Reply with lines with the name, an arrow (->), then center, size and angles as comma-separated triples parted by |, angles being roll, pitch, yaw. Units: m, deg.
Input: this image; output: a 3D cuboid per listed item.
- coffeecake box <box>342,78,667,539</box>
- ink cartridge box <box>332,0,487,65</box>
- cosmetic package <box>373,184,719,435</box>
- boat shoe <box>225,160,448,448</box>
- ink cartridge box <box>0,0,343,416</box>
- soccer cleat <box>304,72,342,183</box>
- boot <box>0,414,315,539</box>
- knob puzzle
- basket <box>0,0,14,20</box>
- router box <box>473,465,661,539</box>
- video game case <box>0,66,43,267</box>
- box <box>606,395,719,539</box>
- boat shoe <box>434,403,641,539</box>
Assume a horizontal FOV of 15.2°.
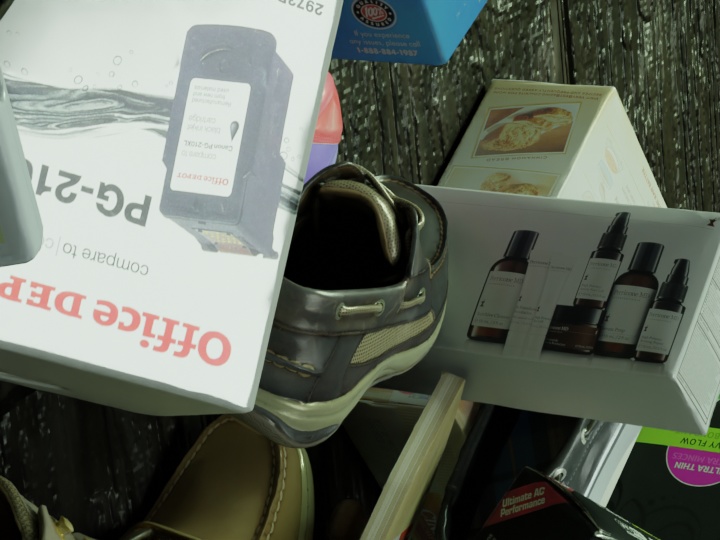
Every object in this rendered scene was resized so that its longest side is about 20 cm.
coffeecake box -> 0.080, 0.034, 1.304 | 0.201, 0.073, 0.154 | -61, 141, -31
ink cartridge box -> -0.028, -0.182, 1.055 | 0.068, 0.115, 0.201 | -56, 139, -37
cosmetic package -> 0.063, 0.011, 1.155 | 0.051, 0.199, 0.083 | 55, 50, -46
boat shoe -> 0.000, 0.000, 1.061 | 0.074, 0.074, 0.200 | -65, 175, 27
ink cartridge box -> -0.094, -0.060, 0.954 | 0.144, 0.084, 0.201 | 16, 81, -28
soccer cleat -> -0.063, -0.012, 1.083 | 0.200, 0.066, 0.077 | -55, 142, -42
boot -> -0.097, 0.113, 1.044 | 0.156, 0.072, 0.201 | 54, 54, -45
knob puzzle -> -0.008, 0.133, 1.140 | 0.220, 0.030, 0.221 | 24, 90, -83
basket -> -0.143, -0.175, 0.818 | 0.201, 0.135, 0.181 | -81, -164, -50
router box -> 0.079, 0.201, 1.160 | 0.150, 0.062, 0.200 | 31, 96, -37
video game case -> -0.202, -0.073, 0.735 | 0.022, 0.199, 0.183 | -82, 162, -63
box -> 0.242, 0.152, 1.463 | 0.149, 0.199, 0.125 | -63, 143, -30
boat shoe -> 0.084, 0.052, 1.194 | 0.066, 0.070, 0.201 | 47, 64, -50
